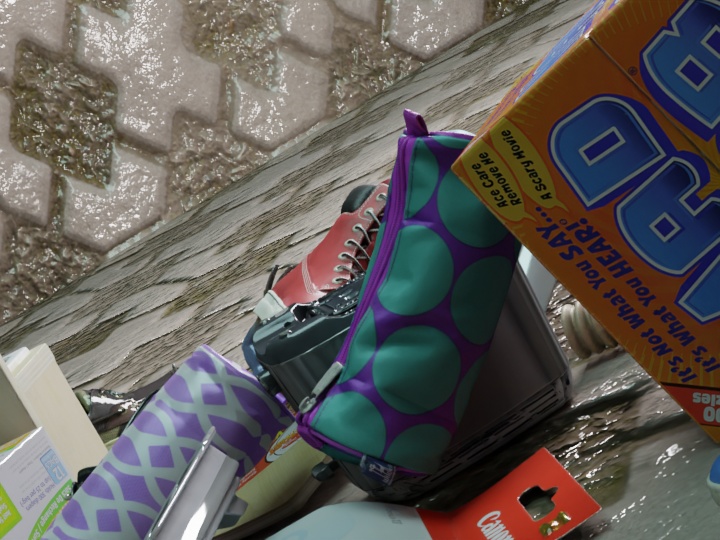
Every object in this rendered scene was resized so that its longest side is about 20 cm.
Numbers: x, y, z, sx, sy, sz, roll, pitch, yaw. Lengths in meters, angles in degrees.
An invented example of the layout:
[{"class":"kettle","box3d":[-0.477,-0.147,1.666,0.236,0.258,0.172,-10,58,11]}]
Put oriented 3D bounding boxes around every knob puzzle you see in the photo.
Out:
[{"class":"knob puzzle","box3d":[-0.057,0.132,1.474,0.219,0.030,0.220,-35,19,14]}]

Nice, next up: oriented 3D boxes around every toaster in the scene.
[{"class":"toaster","box3d":[0.041,0.050,1.321,0.200,0.129,0.114,-32,10,-9]}]

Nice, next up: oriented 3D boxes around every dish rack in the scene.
[{"class":"dish rack","box3d":[-0.119,0.188,1.173,0.172,0.043,0.200,-59,1,17]}]

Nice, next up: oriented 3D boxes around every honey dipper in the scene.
[{"class":"honey dipper","box3d":[0.219,0.004,1.328,0.200,0.038,0.038,-23,11,22]}]

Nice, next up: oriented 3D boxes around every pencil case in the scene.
[{"class":"pencil case","box3d":[0.032,0.018,1.214,0.085,0.092,0.201,17,87,64]},{"class":"pencil case","box3d":[-0.126,0.143,1.349,0.084,0.086,0.200,36,83,35]}]

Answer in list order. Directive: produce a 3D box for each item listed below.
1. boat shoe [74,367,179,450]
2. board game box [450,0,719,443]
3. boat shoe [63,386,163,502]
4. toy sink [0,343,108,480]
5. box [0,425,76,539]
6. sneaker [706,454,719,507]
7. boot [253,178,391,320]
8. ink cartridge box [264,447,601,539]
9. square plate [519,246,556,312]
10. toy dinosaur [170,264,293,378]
[{"class":"boat shoe","box3d":[-0.231,0.134,1.894,0.200,0.065,0.073,-34,9,-31]},{"class":"board game box","box3d":[0.202,-0.074,1.138,0.200,0.200,0.200,-44,3,23]},{"class":"boat shoe","box3d":[-0.169,0.161,1.463,0.072,0.071,0.200,-24,24,40]},{"class":"toy sink","box3d":[-0.282,0.134,1.633,0.130,0.200,0.112,-28,10,13]},{"class":"box","box3d":[-0.270,0.206,1.477,0.101,0.113,0.200,-27,9,25]},{"class":"sneaker","box3d":[0.228,0.022,0.963,0.200,0.111,0.077,-29,9,6]},{"class":"boot","box3d":[0.000,0.000,1.478,0.144,0.072,0.200,-51,16,0]},{"class":"ink cartridge box","box3d":[0.018,0.146,1.132,0.200,0.047,0.160,-32,9,-1]},{"class":"square plate","box3d":[0.071,-0.003,1.495,0.200,0.028,0.199,-9,56,55]},{"class":"toy dinosaur","box3d":[-0.062,0.104,1.634,0.181,0.105,0.200,11,77,57]}]
